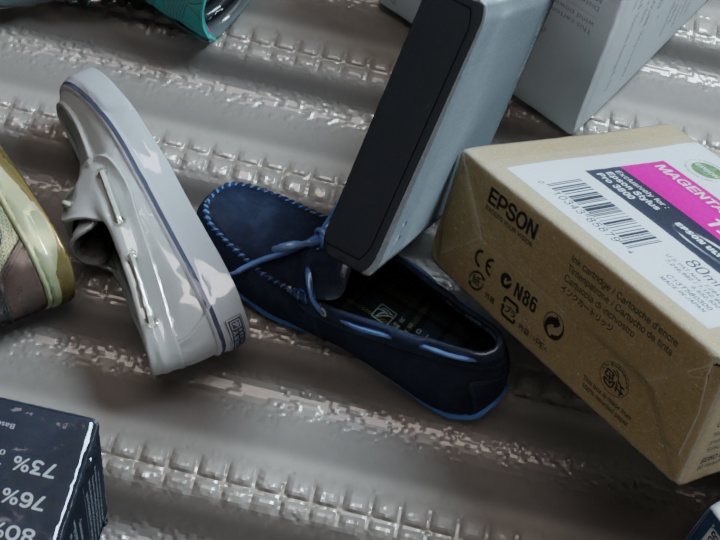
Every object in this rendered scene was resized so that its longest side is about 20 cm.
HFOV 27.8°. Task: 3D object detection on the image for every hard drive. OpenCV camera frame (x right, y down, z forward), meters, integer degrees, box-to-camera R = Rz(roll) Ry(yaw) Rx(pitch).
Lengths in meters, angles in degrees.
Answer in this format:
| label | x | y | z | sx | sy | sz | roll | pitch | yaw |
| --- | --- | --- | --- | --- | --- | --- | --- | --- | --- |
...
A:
| label | x | y | z | sx | sy | sz | roll | pitch | yaw |
| --- | --- | --- | --- | --- | --- | --- | --- | --- | --- |
| hard drive | 0.046 | -0.085 | 0.757 | 0.033 | 0.140 | 0.200 | 26 | 19 | 9 |

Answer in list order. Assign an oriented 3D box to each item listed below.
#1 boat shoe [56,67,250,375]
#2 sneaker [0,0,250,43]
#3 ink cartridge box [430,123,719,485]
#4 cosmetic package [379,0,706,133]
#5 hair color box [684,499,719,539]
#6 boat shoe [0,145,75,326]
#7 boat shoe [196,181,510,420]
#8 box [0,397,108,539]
| label | x | y | z | sx | sy | sz | roll | pitch | yaw |
| --- | --- | --- | --- | --- | --- | --- | --- | --- | --- |
| boat shoe | -0.132 | -0.028 | 0.799 | 0.065 | 0.072 | 0.201 | -25 | 66 | -16 |
| sneaker | -0.137 | -0.184 | 0.893 | 0.199 | 0.084 | 0.121 | -26 | 54 | -23 |
| ink cartridge box | 0.161 | 0.006 | 0.748 | 0.164 | 0.075 | 0.200 | -11 | 39 | -36 |
| cosmetic package | 0.140 | -0.233 | 0.904 | 0.167 | 0.167 | 0.200 | 36 | 59 | 16 |
| hair color box | 0.261 | 0.183 | 0.711 | 0.100 | 0.061 | 0.200 | -27 | 63 | -22 |
| boat shoe | -0.232 | -0.052 | 0.798 | 0.065 | 0.073 | 0.200 | -30 | 65 | -29 |
| boat shoe | 0.000 | 0.000 | 0.793 | 0.199 | 0.069 | 0.084 | 27 | 58 | 11 |
| box | -0.210 | 0.157 | 0.645 | 0.147 | 0.105 | 0.201 | 13 | 57 | 2 |
